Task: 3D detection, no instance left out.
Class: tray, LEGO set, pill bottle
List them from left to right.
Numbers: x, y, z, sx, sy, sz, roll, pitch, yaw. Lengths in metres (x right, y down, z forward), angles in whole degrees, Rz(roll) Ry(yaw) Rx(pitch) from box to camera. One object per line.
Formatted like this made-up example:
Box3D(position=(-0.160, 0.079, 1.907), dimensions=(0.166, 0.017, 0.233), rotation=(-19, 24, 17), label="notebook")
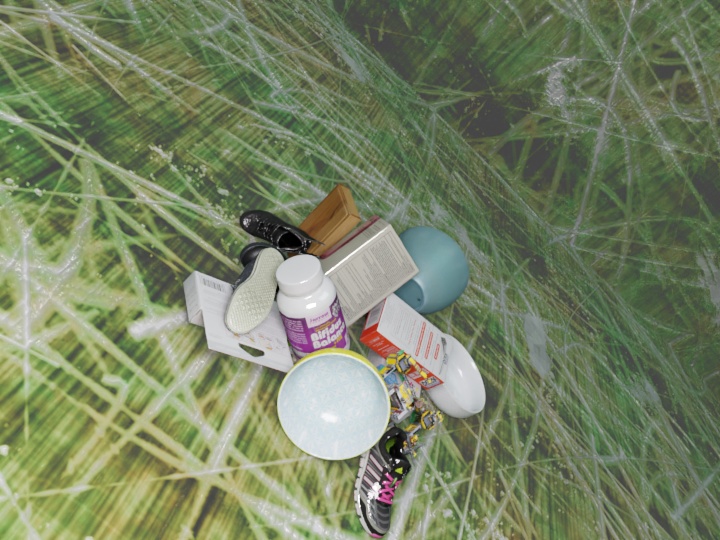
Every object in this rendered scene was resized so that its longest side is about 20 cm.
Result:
Box3D(position=(-0.090, 0.075, 1.364), dimensions=(0.113, 0.111, 0.202), rotation=(-93, 170, -52), label="pill bottle")
Box3D(position=(-0.087, -0.087, 1.641), dimensions=(0.037, 0.200, 0.099), rotation=(21, 36, -41), label="tray")
Box3D(position=(0.094, 0.262, 1.441), dimensions=(0.153, 0.115, 0.203), rotation=(-24, 102, -35), label="LEGO set")

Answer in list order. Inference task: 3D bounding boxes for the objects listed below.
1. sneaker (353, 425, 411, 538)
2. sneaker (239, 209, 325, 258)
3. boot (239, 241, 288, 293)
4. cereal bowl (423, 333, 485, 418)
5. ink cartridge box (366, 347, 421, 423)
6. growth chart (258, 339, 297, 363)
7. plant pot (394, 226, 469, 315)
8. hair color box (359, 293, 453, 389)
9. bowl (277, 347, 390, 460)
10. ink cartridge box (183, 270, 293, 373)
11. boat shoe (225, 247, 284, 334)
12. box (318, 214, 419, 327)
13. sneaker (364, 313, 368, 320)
Box3D(position=(0.045, 0.365, 1.322), dimensions=(0.073, 0.087, 0.202), rotation=(32, 51, -38), label="sneaker")
Box3D(position=(-0.168, -0.077, 1.575), dimensions=(0.197, 0.061, 0.104), rotation=(22, 6, 0), label="sneaker")
Box3D(position=(-0.146, 0.042, 1.492), dimensions=(0.198, 0.073, 0.163), rotation=(39, 14, -39), label="boot")
Box3D(position=(0.200, 0.253, 1.731), dimensions=(0.200, 0.083, 0.202), rotation=(40, 32, -31), label="cereal bowl")
Box3D(position=(0.073, 0.218, 1.619), dimensions=(0.115, 0.068, 0.201), rotation=(42, 27, -13), label="ink cartridge box")
Box3D(position=(-0.193, 0.103, 1.436), dimensions=(0.199, 0.018, 0.146), rotation=(27, 33, -37), label="growth chart")
Box3D(position=(0.129, 0.021, 1.680), dimensions=(0.200, 0.200, 0.135), rotation=(46, 40, -1), label="plant pot")
Box3D(position=(0.100, 0.148, 1.576), dimensions=(0.199, 0.064, 0.112), rotation=(38, 47, -20), label="hair color box")
Box3D(position=(-0.044, 0.219, 1.325), dimensions=(0.200, 0.200, 0.108), rotation=(42, 14, -10), label="bowl")
Box3D(position=(-0.214, 0.104, 1.331), dimensions=(0.199, 0.043, 0.175), rotation=(25, 34, -41), label="ink cartridge box")
Box3D(position=(-0.194, 0.041, 1.338), dimensions=(0.075, 0.062, 0.201), rotation=(42, 40, -21), label="boat shoe")
Box3D(position=(0.000, 0.000, 1.549), dimensions=(0.129, 0.199, 0.109), rotation=(56, -5, -23), label="box")
Box3D(position=(-0.042, 0.033, 1.656), dimensions=(0.198, 0.078, 0.070), rotation=(29, -13, 18), label="sneaker")
